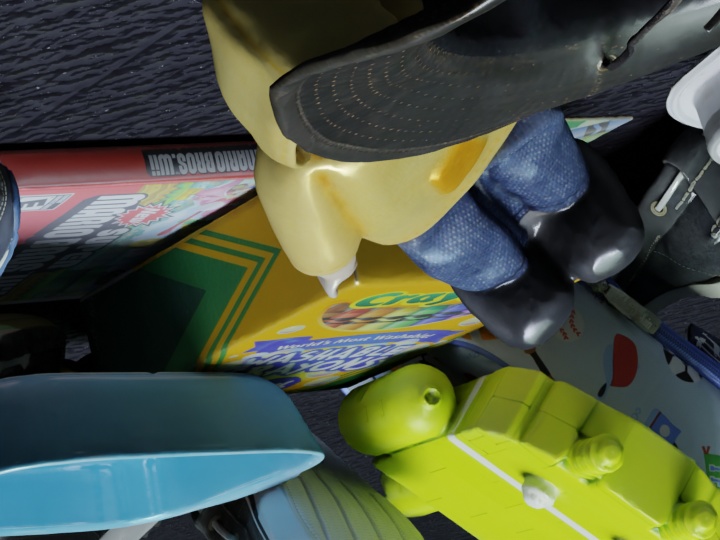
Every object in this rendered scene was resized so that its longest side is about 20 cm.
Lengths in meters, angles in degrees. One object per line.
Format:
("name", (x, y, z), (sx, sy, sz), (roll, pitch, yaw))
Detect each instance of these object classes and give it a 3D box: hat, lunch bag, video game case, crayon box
("hat", (0.063, -0.099, 0.617), (0.200, 0.081, 0.201), (-20, 173, -2))
("lunch bag", (0.076, 0.048, 1.110), (0.160, 0.076, 0.200), (37, 161, -13))
("video game case", (-0.082, -0.017, 0.960), (0.199, 0.018, 0.143), (-5, 165, -36))
("crayon box", (0.000, 0.000, 0.965), (0.125, 0.052, 0.200), (-4, 163, -39))

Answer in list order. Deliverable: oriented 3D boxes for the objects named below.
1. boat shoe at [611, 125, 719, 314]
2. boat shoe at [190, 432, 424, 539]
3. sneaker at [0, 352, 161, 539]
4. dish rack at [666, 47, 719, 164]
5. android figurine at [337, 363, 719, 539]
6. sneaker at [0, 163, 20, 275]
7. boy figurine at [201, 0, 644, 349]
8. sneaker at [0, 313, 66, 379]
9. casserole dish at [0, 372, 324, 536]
("boat shoe", (0.118, -0.020, 1.099), (0.067, 0.072, 0.200), (30, 162, -12))
("boat shoe", (-0.026, 0.118, 1.077), (0.072, 0.071, 0.200), (26, -174, -16))
("sneaker", (-0.113, 0.067, 1.084), (0.070, 0.090, 0.200), (17, -142, 17))
("dish rack", (0.229, -0.069, 0.909), (0.199, 0.044, 0.172), (4, 152, -34))
("android figurine", (0.080, 0.095, 1.045), (0.182, 0.041, 0.200), (36, 161, -12))
("sneaker", (-0.200, -0.005, 0.763), (0.199, 0.077, 0.085), (-12, 163, -9))
("boy figurine", (0.021, -0.045, 0.795), (0.124, 0.064, 0.200), (-42, 148, 7))
("sneaker", (-0.206, 0.039, 0.966), (0.200, 0.089, 0.077), (-14, 138, -34))
("casserole dish", (-0.104, 0.068, 0.951), (0.121, 0.039, 0.200), (-22, 163, 37))
